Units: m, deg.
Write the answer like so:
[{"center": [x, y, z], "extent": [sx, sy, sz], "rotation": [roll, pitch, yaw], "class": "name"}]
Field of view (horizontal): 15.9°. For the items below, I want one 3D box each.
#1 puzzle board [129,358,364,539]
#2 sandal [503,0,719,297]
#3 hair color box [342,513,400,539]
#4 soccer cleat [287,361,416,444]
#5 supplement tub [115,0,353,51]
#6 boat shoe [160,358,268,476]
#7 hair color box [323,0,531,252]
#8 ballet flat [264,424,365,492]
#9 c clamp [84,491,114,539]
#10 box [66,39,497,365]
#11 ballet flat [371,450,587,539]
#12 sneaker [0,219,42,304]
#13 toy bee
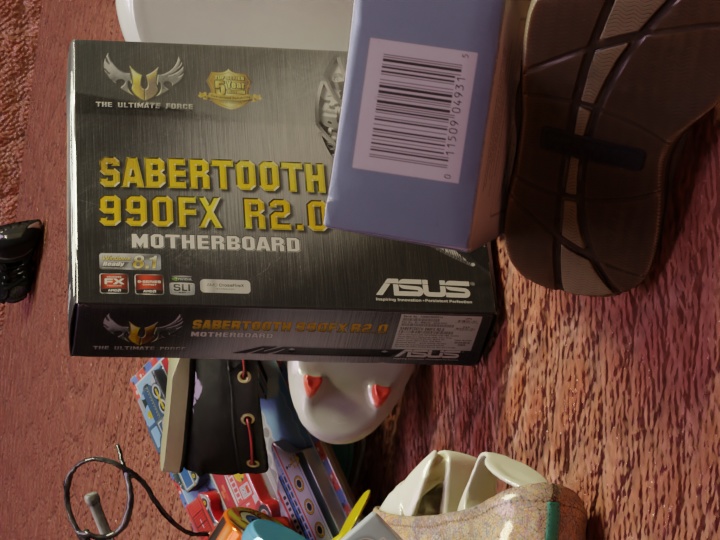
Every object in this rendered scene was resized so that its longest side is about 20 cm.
[{"center": [-0.060, 0.120, 1.432], "extent": [0.151, 0.017, 0.200], "rotation": [-44, 67, 51], "class": "puzzle board"}, {"center": [0.098, -0.071, 0.963], "extent": [0.200, 0.080, 0.054], "rotation": [102, -174, -47], "class": "sandal"}, {"center": [0.008, 0.190, 1.111], "extent": [0.099, 0.061, 0.200], "rotation": [45, 158, 14], "class": "hair color box"}, {"center": [0.000, 0.000, 1.363], "extent": [0.078, 0.069, 0.200], "rotation": [114, 163, -69], "class": "soccer cleat"}, {"center": [-0.058, -0.154, 1.403], "extent": [0.200, 0.145, 0.145], "rotation": [-99, 15, -80], "class": "supplement tub"}, {"center": [-0.068, 0.014, 1.346], "extent": [0.074, 0.063, 0.202], "rotation": [-99, 13, -68], "class": "boat shoe"}, {"center": [0.040, -0.069, 1.037], "extent": [0.200, 0.061, 0.099], "rotation": [-24, -57, -77], "class": "hair color box"}, {"center": [-0.036, 0.128, 1.482], "extent": [0.062, 0.067, 0.200], "rotation": [-67, -7, -56], "class": "ballet flat"}, {"center": [-0.110, 0.220, 1.375], "extent": [0.200, 0.027, 0.171], "rotation": [-136, 21, -77], "class": "c clamp"}, {"center": [-0.041, -0.033, 1.242], "extent": [0.048, 0.200, 0.159], "rotation": [106, 163, -54], "class": "box"}, {"center": [0.049, 0.113, 1.129], "extent": [0.200, 0.068, 0.067], "rotation": [175, 103, -66], "class": "ballet flat"}, {"center": [-0.426, -0.007, 3.199], "extent": [0.200, 0.076, 0.088], "rotation": [138, 119, -77], "class": "sneaker"}, {"center": [-0.041, 0.154, 1.341], "extent": [0.200, 0.131, 0.109], "rotation": [55, -162, 11], "class": "toy bee"}]
